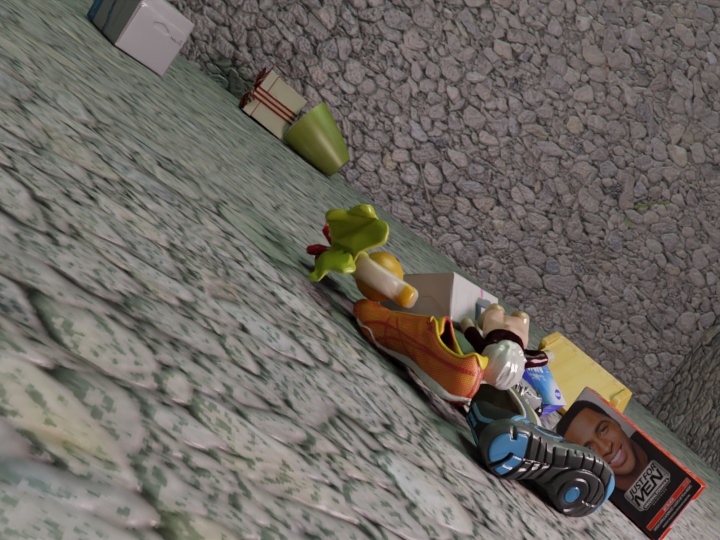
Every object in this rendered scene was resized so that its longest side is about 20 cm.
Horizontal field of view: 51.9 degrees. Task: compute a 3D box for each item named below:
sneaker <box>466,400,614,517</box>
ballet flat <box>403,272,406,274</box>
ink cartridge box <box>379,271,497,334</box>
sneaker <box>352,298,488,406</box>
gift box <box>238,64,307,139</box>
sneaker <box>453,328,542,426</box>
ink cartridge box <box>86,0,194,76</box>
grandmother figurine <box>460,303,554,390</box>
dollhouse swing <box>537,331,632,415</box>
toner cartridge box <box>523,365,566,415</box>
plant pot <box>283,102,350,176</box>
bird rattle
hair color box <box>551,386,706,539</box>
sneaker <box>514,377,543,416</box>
[{"bbox_3d":[0.197,0.197,0.796,0.198,0.074,0.082,34,8,-26],"label":"sneaker"},{"bbox_3d":[0.081,0.043,1.197,0.198,0.069,0.075,33,-7,-18],"label":"ballet flat"},{"bbox_3d":[0.124,0.060,1.062,0.115,0.069,0.199,-3,-16,32],"label":"ink cartridge box"},{"bbox_3d":[0.069,0.079,0.862,0.198,0.078,0.073,32,5,37],"label":"sneaker"},{"bbox_3d":[-0.292,-0.573,2.495,0.185,0.186,0.200,37,2,-12],"label":"gift box"},{"bbox_3d":[0.139,0.133,0.902,0.200,0.067,0.090,45,6,24],"label":"sneaker"},{"bbox_3d":[-0.518,-0.589,1.742,0.146,0.147,0.200,28,12,-50],"label":"ink cartridge box"},{"bbox_3d":[0.177,0.093,0.904,0.118,0.062,0.200,8,14,13],"label":"grandmother figurine"},{"bbox_3d":[0.420,0.261,1.532,0.200,0.174,0.184,41,-32,30],"label":"dollhouse swing"},{"bbox_3d":[0.282,0.185,1.213,0.199,0.043,0.097,21,43,-63],"label":"toner cartridge box"},{"bbox_3d":[-0.130,-0.424,2.496,0.201,0.186,0.187,51,8,-4],"label":"plant pot"},{"bbox_3d":[0.000,0.000,0.951,0.162,0.114,0.200,36,-8,2],"label":"bird rattle"},{"bbox_3d":[0.374,0.271,1.052,0.200,0.102,0.061,42,10,33],"label":"hair color box"},{"bbox_3d":[0.210,0.164,1.034,0.115,0.075,0.200,41,8,12],"label":"sneaker"}]
